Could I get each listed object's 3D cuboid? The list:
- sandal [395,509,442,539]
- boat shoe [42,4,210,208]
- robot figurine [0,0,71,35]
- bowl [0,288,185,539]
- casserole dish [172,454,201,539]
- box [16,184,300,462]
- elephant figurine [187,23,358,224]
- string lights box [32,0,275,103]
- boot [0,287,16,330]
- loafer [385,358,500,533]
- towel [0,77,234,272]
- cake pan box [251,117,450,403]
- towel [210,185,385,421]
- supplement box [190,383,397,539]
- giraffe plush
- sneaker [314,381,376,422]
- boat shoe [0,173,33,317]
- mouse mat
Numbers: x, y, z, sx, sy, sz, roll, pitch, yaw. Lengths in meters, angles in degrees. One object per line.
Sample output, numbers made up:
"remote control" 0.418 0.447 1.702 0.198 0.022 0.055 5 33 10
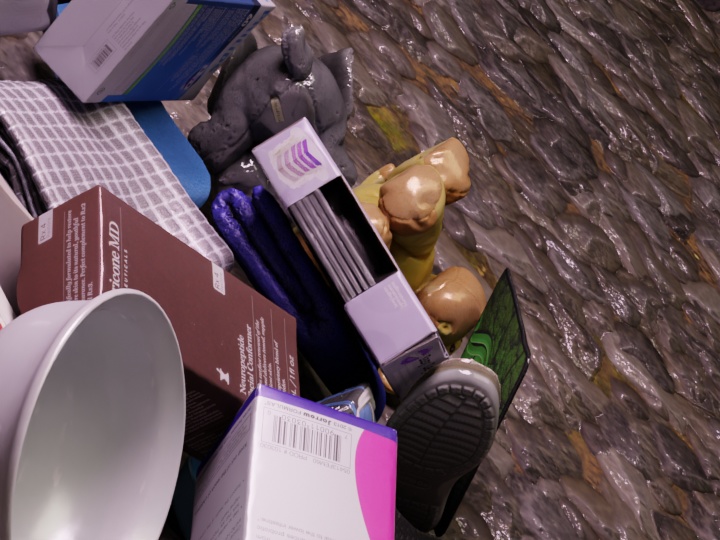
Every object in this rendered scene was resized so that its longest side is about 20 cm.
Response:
"sandal" 0.016 0.207 1.646 0.200 0.045 0.075 40 45 -61
"boat shoe" -0.192 -0.113 1.753 0.084 0.069 0.200 3 49 -49
"robot figurine" -0.280 -0.221 1.610 0.125 0.199 0.151 -130 -147 -65
"bowl" -0.184 0.103 1.334 0.090 0.202 0.201 10 10 23
"casserole dish" -0.060 0.199 1.533 0.121 0.039 0.200 12 43 -56
"box" -0.124 0.040 1.478 0.200 0.075 0.100 34 40 -42
"elephant figurine" -0.071 -0.136 1.848 0.142 0.155 0.200 52 16 -24
"string lights box" -0.145 -0.176 1.688 0.059 0.103 0.200 46 15 9
"boot" -0.280 0.019 1.382 0.200 0.072 0.144 55 25 5
"loafer" 0.051 0.114 1.673 0.075 0.200 0.070 21 53 -5
"towel" -0.193 -0.044 1.614 0.200 0.086 0.165 54 24 12
"cake pan box" 0.000 0.000 1.662 0.184 0.052 0.200 57 -2 14
"towel" -0.038 0.025 1.718 0.148 0.050 0.200 52 -4 23
"supplement box" -0.044 0.187 1.420 0.101 0.103 0.200 20 43 -17
"giraffe plush" 0.032 0.009 1.886 0.162 0.172 0.200 60 -21 -7
"sneaker" -0.015 0.126 1.618 0.200 0.076 0.077 68 0 -84
"boat shoe" -0.249 -0.028 1.507 0.200 0.075 0.093 65 -12 -14
"mouse mat" 0.086 0.097 1.777 0.008 0.161 0.200 22 18 -8
